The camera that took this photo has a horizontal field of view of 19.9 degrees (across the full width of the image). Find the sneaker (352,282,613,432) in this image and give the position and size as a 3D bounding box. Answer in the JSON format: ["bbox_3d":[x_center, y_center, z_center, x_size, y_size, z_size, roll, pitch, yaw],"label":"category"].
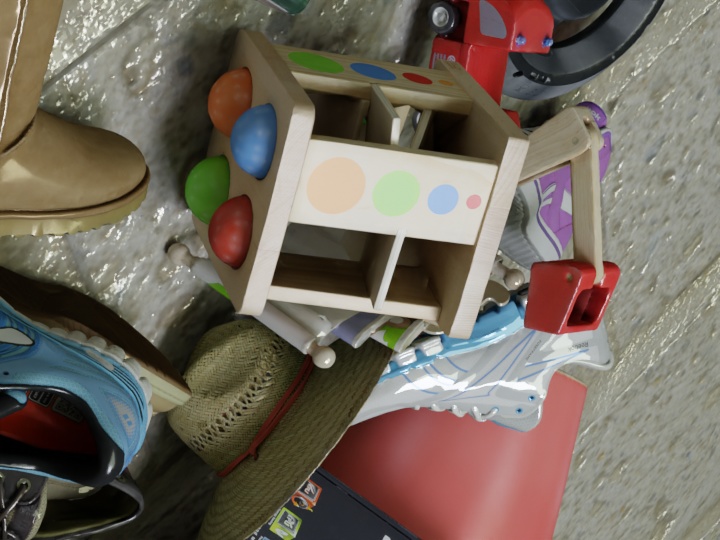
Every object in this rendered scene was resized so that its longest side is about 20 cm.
[{"bbox_3d":[0.072,0.071,1.305,0.200,0.087,0.075,-23,-177,-2],"label":"sneaker"}]

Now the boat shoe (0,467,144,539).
[{"bbox_3d":[-0.200,0.122,1.153,0.200,0.065,0.073,-4,123,-51],"label":"boat shoe"}]

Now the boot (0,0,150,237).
[{"bbox_3d":[-0.157,-0.114,1.001,0.175,0.066,0.200,-16,129,-47],"label":"boot"}]

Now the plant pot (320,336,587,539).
[{"bbox_3d":[0.058,0.131,1.411,0.200,0.200,0.178,28,86,-58],"label":"plant pot"}]

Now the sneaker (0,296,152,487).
[{"bbox_3d":[-0.194,0.048,1.001,0.200,0.090,0.079,22,109,-13],"label":"sneaker"}]

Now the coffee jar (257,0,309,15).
[{"bbox_3d":[-0.026,-0.239,1.047,0.200,0.085,0.104,-58,145,4],"label":"coffee jar"}]

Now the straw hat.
[{"bbox_3d":[-0.071,0.079,1.258,0.201,0.085,0.201,-49,-170,11],"label":"straw hat"}]

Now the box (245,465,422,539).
[{"bbox_3d":[-0.034,0.237,1.249,0.200,0.161,0.049,-56,-172,-23],"label":"box"}]

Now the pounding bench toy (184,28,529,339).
[{"bbox_3d":[-0.023,-0.067,1.185,0.156,0.200,0.124,7,114,-21],"label":"pounding bench toy"}]

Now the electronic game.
[{"bbox_3d":[0.143,-0.204,1.350,0.200,0.042,0.200,-26,136,-28],"label":"electronic game"}]

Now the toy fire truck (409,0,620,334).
[{"bbox_3d":[0.099,-0.073,1.250,0.049,0.141,0.200,-5,108,-52],"label":"toy fire truck"}]

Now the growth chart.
[{"bbox_3d":[0.000,0.000,1.247,0.200,0.145,0.018,-22,142,-46],"label":"growth chart"}]

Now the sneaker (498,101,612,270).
[{"bbox_3d":[0.120,-0.084,1.410,0.114,0.073,0.200,-56,159,-9],"label":"sneaker"}]

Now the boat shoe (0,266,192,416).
[{"bbox_3d":[-0.174,0.046,1.125,0.200,0.073,0.063,28,102,-47],"label":"boat shoe"}]
